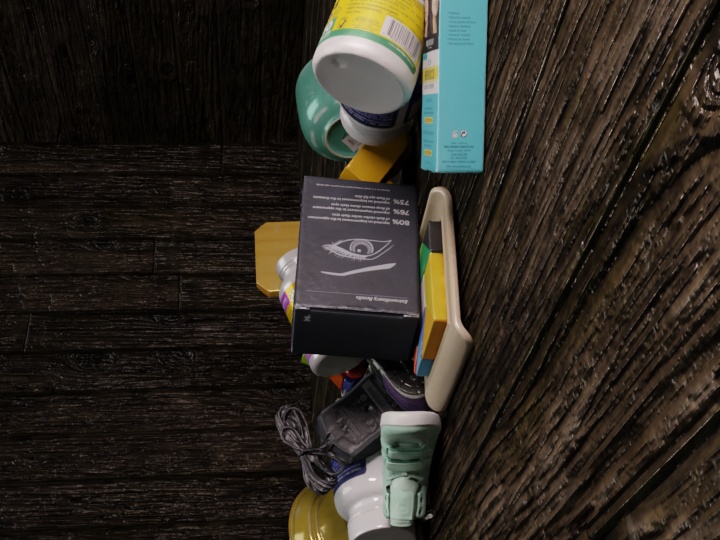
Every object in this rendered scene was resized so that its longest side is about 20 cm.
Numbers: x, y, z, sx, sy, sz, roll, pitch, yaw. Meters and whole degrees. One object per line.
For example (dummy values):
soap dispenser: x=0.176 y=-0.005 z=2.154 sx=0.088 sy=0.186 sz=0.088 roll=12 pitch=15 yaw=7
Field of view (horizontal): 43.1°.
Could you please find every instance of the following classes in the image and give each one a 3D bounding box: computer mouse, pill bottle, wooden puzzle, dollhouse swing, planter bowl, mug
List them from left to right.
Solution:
dollhouse swing: x=-0.084 y=0.015 z=1.651 sx=0.183 sy=0.174 sz=0.201 roll=71 pitch=-172 yaw=-47
pill bottle: x=-0.067 y=0.062 z=1.462 sx=0.105 sy=0.103 sz=0.201 roll=99 pitch=148 yaw=-54
mug: x=-0.017 y=-0.250 z=1.360 sx=0.186 sy=0.150 sz=0.115 roll=98 pitch=165 yaw=-49
computer mouse: x=-0.004 y=0.201 z=1.218 sx=0.139 sy=0.199 sz=0.053 roll=54 pitch=171 yaw=33
planter bowl: x=0.002 y=0.374 z=1.316 sx=0.084 sy=0.199 sz=0.202 roll=-49 pitch=33 yaw=35
pill bottle: x=0.020 y=0.283 z=1.253 sx=0.120 sy=0.118 sz=0.201 roll=97 pitch=170 yaw=-46
pill bottle: x=0.029 y=-0.245 z=1.136 sx=0.200 sy=0.114 sz=0.117 roll=107 pitch=160 yaw=-67
pill bottle: x=0.030 y=-0.281 z=0.980 sx=0.113 sy=0.112 sz=0.202 roll=108 pitch=-179 yaw=-69
wooden puzzle: x=0.083 y=0.035 z=1.049 sx=0.186 sy=0.037 sz=0.202 roll=101 pitch=166 yaw=-56

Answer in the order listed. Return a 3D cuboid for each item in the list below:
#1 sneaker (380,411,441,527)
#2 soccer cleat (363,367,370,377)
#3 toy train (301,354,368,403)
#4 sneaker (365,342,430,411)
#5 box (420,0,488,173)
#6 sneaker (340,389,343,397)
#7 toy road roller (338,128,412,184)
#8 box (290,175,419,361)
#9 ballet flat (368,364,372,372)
sneaker: x=0.060 y=0.243 z=1.097 sx=0.201 sy=0.073 sz=0.119 roll=82 pitch=-170 yaw=-63
soccer cleat: x=0.025 y=0.224 z=1.415 sx=0.201 sy=0.068 sz=0.078 roll=-95 pitch=5 yaw=-52
toy train: x=-0.049 y=0.163 z=1.507 sx=0.201 sy=0.115 sz=0.085 roll=-56 pitch=-15 yaw=-33
sneaker: x=0.026 y=0.106 z=1.177 sx=0.201 sy=0.075 sz=0.088 roll=56 pitch=162 yaw=34
box: x=0.092 y=-0.199 z=0.904 sx=0.082 sy=0.049 sz=0.202 roll=-130 pitch=39 yaw=-78
sneaker: x=-0.001 y=0.218 z=1.620 sx=0.085 sy=0.074 sz=0.202 roll=-143 pitch=43 yaw=-83
toy road roller: x=0.027 y=-0.093 z=1.283 sx=0.201 sy=0.145 sz=0.123 roll=-54 pitch=2 yaw=-9
box: x=-0.007 y=-0.003 z=1.107 sx=0.105 sy=0.146 sz=0.202 roll=100 pitch=174 yaw=-54
ballet flat: x=0.046 y=0.075 z=1.267 sx=0.072 sy=0.071 sz=0.201 roll=-99 pitch=13 yaw=-47
